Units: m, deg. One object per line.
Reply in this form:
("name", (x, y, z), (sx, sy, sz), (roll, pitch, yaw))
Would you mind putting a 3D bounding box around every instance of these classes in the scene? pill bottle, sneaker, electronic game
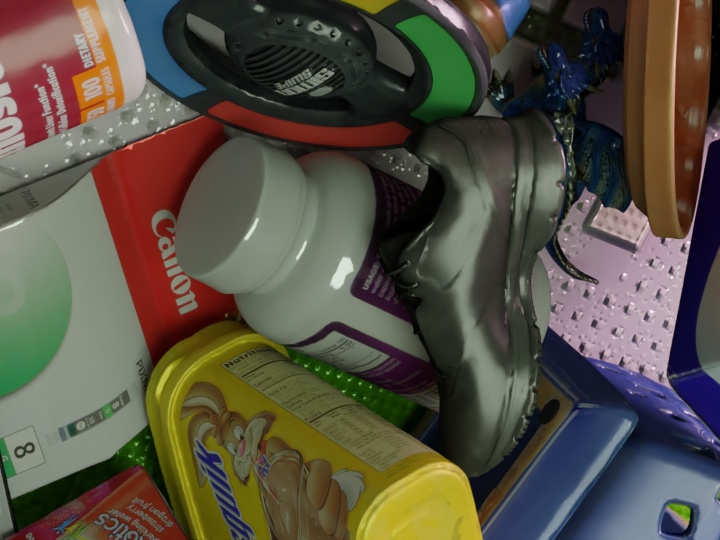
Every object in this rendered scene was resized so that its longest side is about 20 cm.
("pill bottle", (0.000, 0.000, 1.345), (0.200, 0.112, 0.112), (25, 101, -33))
("sneaker", (0.050, 0.011, 1.277), (0.091, 0.076, 0.200), (1, 100, -18))
("pill bottle", (-0.218, -0.100, 1.204), (0.200, 0.113, 0.113), (-25, 120, -11))
("electronic game", (-0.031, -0.115, 1.250), (0.200, 0.200, 0.042), (27, 61, -31))

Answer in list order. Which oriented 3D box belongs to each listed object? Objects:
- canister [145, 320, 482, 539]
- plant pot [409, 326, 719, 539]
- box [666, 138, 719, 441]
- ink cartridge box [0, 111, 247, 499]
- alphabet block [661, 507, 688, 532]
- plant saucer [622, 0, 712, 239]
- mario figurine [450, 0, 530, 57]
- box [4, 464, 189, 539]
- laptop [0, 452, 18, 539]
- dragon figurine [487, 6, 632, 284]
("canister", (-0.022, 0.129, 1.320), (0.087, 0.200, 0.149), (-29, 125, -26))
("plant pot", (0.122, 0.151, 1.426), (0.180, 0.200, 0.200), (33, 97, -25))
("box", (0.284, -0.005, 1.319), (0.200, 0.184, 0.105), (-22, 128, 39))
("ink cartridge box", (-0.143, 0.022, 1.333), (0.200, 0.050, 0.161), (-22, 120, -12))
("alphabet block", (0.228, 0.299, 1.535), (0.200, 0.196, 0.195), (38, 96, -32))
("plant saucer", (0.170, -0.118, 1.337), (0.032, 0.200, 0.200), (2, 117, 13))
("mario figurine", (0.096, -0.217, 1.267), (0.200, 0.123, 0.106), (-49, 166, -4))
("box", (-0.117, 0.220, 1.378), (0.095, 0.100, 0.200), (-29, 136, -8))
("laptop", (-0.270, 0.175, 1.252), (0.200, 0.116, 0.187), (-14, 148, -10))
("dragon figurine", (0.118, -0.060, 1.379), (0.059, 0.099, 0.200), (-16, 118, -16))
